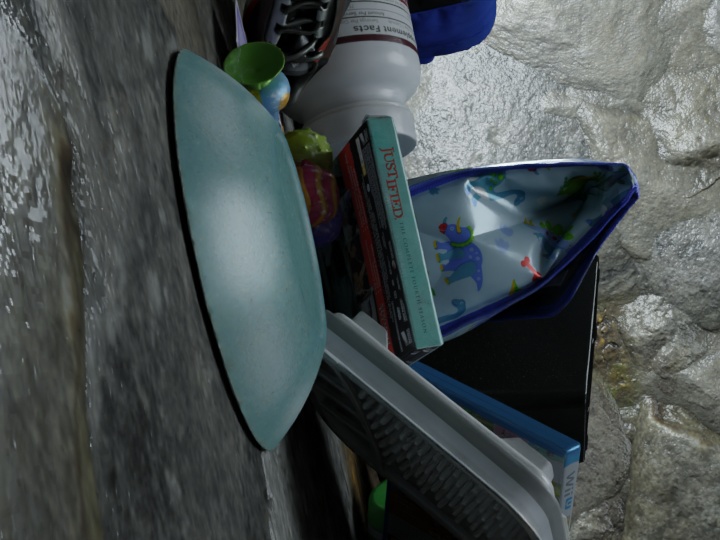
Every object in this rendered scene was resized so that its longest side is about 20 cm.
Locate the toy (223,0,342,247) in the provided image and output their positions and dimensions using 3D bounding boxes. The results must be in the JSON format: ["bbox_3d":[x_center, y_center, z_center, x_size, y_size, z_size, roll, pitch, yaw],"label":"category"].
[{"bbox_3d":[-0.039,-0.060,0.920,0.200,0.047,0.115,72,8,-50],"label":"toy"}]

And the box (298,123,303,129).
[{"bbox_3d":[-0.008,-0.045,1.291,0.200,0.046,0.159,66,13,-68],"label":"box"}]

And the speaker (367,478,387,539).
[{"bbox_3d":[0.060,0.249,1.079,0.088,0.088,0.201,-89,168,-73],"label":"speaker"}]

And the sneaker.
[{"bbox_3d":[-0.032,-0.164,0.923,0.200,0.077,0.082,111,-18,-67],"label":"sneaker"}]

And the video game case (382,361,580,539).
[{"bbox_3d":[0.071,0.173,0.955,0.143,0.018,0.201,25,-59,41],"label":"video game case"}]

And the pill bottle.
[{"bbox_3d":[-0.018,-0.181,1.115,0.113,0.113,0.201,62,18,-75],"label":"pill bottle"}]

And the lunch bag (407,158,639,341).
[{"bbox_3d":[0.085,-0.020,1.084,0.128,0.200,0.170,67,-17,-3],"label":"lunch bag"}]

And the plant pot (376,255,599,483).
[{"bbox_3d":[0.108,0.070,1.246,0.200,0.177,0.200,78,20,-60],"label":"plant pot"}]

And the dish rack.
[{"bbox_3d":[0.046,0.104,0.860,0.200,0.044,0.172,38,-16,27],"label":"dish rack"}]

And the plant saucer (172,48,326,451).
[{"bbox_3d":[-0.047,-0.014,0.731,0.201,0.039,0.202,-13,90,-85],"label":"plant saucer"}]

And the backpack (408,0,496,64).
[{"bbox_3d":[0.026,-0.266,1.350,0.168,0.199,0.163,64,13,-72],"label":"backpack"}]

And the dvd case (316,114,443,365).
[{"bbox_3d":[0.000,0.000,0.967,0.200,0.022,0.147,137,-57,-68],"label":"dvd case"}]
